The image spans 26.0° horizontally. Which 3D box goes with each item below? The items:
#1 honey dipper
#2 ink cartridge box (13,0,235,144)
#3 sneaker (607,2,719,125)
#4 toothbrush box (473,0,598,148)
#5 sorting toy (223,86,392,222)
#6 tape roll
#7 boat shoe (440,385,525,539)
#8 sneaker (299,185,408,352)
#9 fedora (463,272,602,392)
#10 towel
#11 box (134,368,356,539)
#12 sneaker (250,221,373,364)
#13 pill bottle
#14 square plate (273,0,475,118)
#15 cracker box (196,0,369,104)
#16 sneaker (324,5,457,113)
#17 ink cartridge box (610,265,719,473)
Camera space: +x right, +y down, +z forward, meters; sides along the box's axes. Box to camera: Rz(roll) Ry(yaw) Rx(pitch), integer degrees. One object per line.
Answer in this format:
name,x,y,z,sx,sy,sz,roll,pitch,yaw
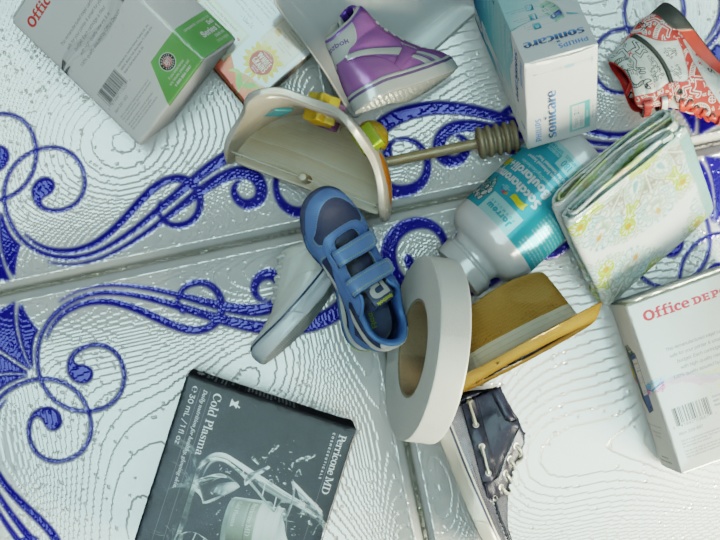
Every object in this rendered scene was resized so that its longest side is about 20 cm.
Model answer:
honey dipper,0.082,-0.133,1.778,0.198,0.038,0.038,-13,89,-1
ink cartridge box,-0.260,-0.264,1.708,0.200,0.084,0.146,44,125,-1
sneaker,0.372,-0.196,1.778,0.108,0.067,0.202,-41,87,-2
toothbrush box,0.186,-0.259,1.690,0.084,0.147,0.202,-15,56,-2
sorting toy,-0.050,-0.150,1.686,0.198,0.180,0.108,20,82,8
tape roll,0.071,0.085,1.689,0.037,0.203,0.205,8,88,-13
boat shoe,0.153,0.225,1.751,0.092,0.075,0.202,-23,90,3
sneaker,0.000,0.000,1.692,0.074,0.082,0.202,-31,110,-19
fedora,0.164,0.061,1.706,0.199,0.201,0.082,-27,82,-3
towel,0.302,-0.069,1.722,0.171,0.200,0.048,-39,50,-3
box,-0.127,0.234,1.717,0.194,0.124,0.202,18,88,-4
sneaker,-0.069,0.013,1.756,0.071,0.073,0.201,36,79,8
pill bottle,0.181,-0.064,1.742,0.200,0.111,0.111,-43,91,-3
square plate,0.018,-0.299,1.730,0.198,0.028,0.200,-41,133,-3
cracker box,-0.095,-0.297,1.762,0.200,0.058,0.134,-41,92,-2
sneaker,0.032,-0.244,1.709,0.072,0.200,0.115,-31,84,30
ink cartridge box,0.384,0.107,1.760,0.144,0.088,0.202,-19,91,-3
